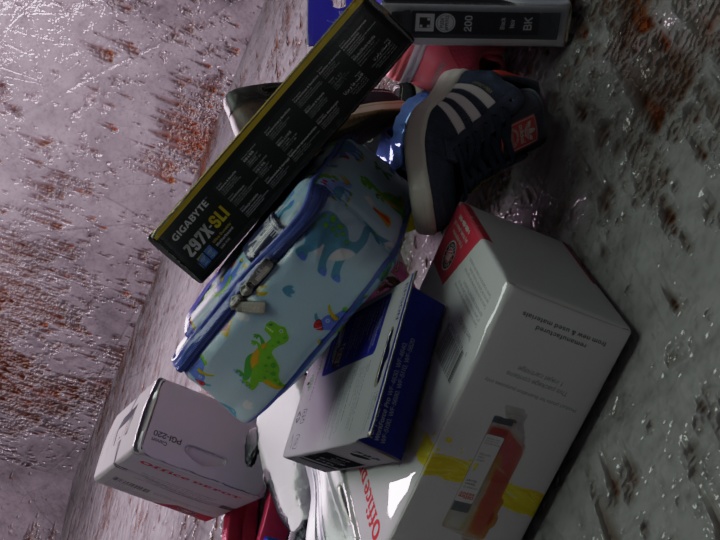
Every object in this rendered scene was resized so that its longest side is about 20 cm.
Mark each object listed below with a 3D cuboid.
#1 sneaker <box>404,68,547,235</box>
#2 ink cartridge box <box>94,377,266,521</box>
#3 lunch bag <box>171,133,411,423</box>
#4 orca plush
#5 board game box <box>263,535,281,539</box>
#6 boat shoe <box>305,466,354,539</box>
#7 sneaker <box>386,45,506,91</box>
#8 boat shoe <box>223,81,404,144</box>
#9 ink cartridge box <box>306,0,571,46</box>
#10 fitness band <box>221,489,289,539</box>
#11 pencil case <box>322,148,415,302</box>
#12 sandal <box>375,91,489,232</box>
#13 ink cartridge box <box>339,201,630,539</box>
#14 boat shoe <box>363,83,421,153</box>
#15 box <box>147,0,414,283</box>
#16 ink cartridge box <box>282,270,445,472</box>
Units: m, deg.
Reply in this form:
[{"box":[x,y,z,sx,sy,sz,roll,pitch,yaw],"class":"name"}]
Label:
[{"box":[0.085,-0.091,0.797,0.201,0.083,0.076,-66,-28,-53],"class":"sneaker"},{"box":[-0.187,0.195,1.218,0.200,0.144,0.086,-35,35,61],"class":"ink cartridge box"},{"box":[-0.043,0.001,0.763,0.161,0.082,0.200,-48,7,22],"class":"lunch bag"},{"box":[-0.041,0.172,1.040,0.105,0.071,0.200,-48,37,11],"class":"orca plush"},{"box":[-0.067,0.327,0.959,0.200,0.044,0.154,-170,99,-73],"class":"board game box"},{"box":[-0.003,0.160,0.922,0.067,0.073,0.201,-40,36,28],"class":"boat shoe"},{"box":[0.090,-0.193,0.994,0.200,0.086,0.074,-52,-10,-54],"class":"sneaker"},{"box":[-0.033,-0.134,0.941,0.072,0.067,0.200,-34,-8,39],"class":"boat shoe"},{"box":[0.054,-0.235,0.923,0.199,0.197,0.044,-96,5,-56],"class":"ink cartridge box"},{"box":[-0.104,0.240,1.219,0.144,0.037,0.201,-57,22,35],"class":"fitness band"},{"box":[0.000,0.000,0.905,0.083,0.086,0.202,-37,59,25],"class":"pencil case"},{"box":[0.041,-0.085,0.972,0.200,0.079,0.088,-35,73,54],"class":"sandal"},{"box":[0.068,0.081,0.706,0.145,0.082,0.202,-107,39,-67],"class":"ink cartridge box"},{"box":[0.011,-0.110,1.163,0.074,0.065,0.202,157,130,-70],"class":"boat shoe"},{"box":[-0.054,-0.087,0.765,0.200,0.049,0.160,-49,6,1],"class":"box"},{"box":[0.004,0.070,0.713,0.200,0.039,0.101,145,144,-70],"class":"ink cartridge box"}]
